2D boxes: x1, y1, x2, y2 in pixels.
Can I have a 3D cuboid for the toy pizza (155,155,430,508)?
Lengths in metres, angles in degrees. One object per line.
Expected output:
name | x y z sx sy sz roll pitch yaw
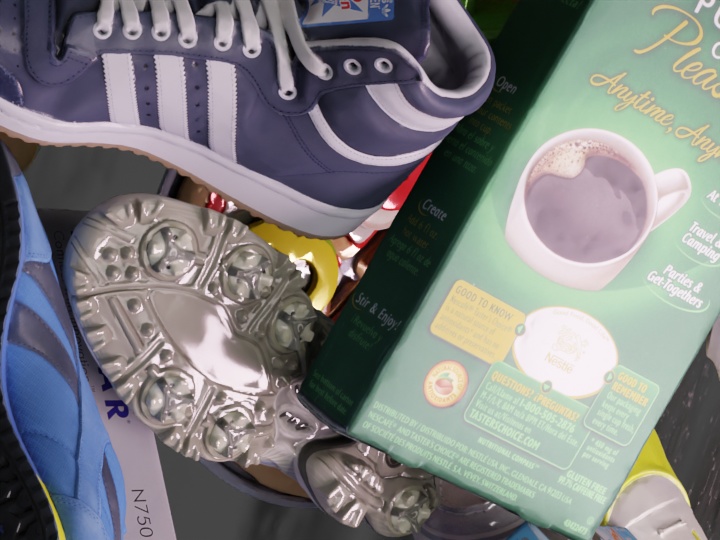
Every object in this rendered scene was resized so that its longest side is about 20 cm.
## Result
toy pizza | 0.000 0.000 1.087 0.199 0.032 0.201 -10 107 -36

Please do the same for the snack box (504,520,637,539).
snack box | 0.057 0.151 1.073 0.116 0.037 0.200 -44 165 7

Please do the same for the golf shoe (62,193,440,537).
golf shoe | -0.049 0.029 0.980 0.078 0.097 0.200 -54 131 -5

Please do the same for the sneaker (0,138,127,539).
sneaker | -0.117 0.048 0.890 0.066 0.201 0.078 -23 148 14

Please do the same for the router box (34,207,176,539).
router box | -0.153 0.074 0.912 0.179 0.049 0.201 2 65 -38

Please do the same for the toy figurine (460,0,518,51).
toy figurine | 0.007 -0.177 0.988 0.199 0.150 0.185 -6 102 -21

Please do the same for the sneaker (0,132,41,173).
sneaker | -0.104 -0.132 0.952 0.089 0.067 0.201 -6 101 -31

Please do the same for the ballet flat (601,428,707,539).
ballet flat | 0.130 0.147 1.199 0.067 0.067 0.201 -19 111 -32

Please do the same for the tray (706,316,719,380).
tray | 0.169 -0.043 1.139 0.108 0.022 0.201 -78 176 -50

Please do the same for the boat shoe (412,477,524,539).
boat shoe | 0.083 0.042 1.115 0.200 0.072 0.069 -42 132 -34

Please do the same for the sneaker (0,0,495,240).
sneaker | -0.049 -0.081 0.879 0.199 0.108 0.070 21 52 -31

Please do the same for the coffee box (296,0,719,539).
coffee box | 0.078 -0.014 0.953 0.123 0.044 0.201 26 95 -33
